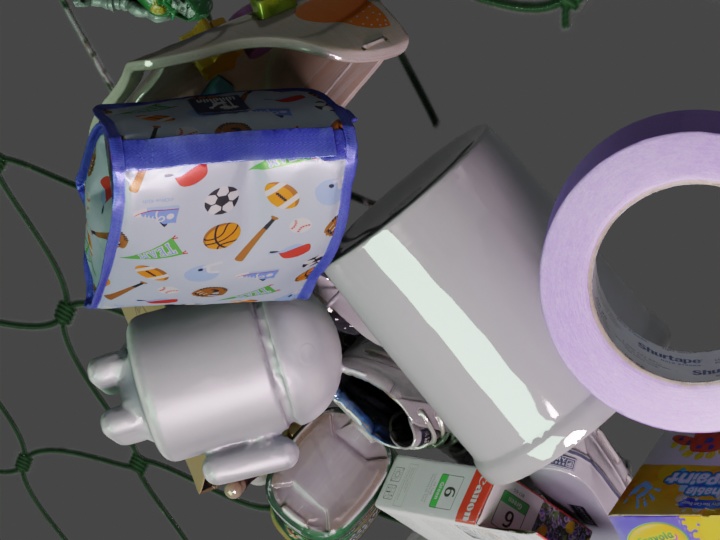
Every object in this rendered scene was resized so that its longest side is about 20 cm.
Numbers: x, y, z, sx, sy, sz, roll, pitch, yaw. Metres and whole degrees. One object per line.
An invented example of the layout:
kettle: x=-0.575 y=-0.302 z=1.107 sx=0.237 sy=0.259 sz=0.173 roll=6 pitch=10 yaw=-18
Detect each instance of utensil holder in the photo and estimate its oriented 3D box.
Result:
utensil holder: x=0.093 y=0.021 z=1.505 sx=0.200 sy=0.170 sz=0.170 roll=50 pitch=142 yaw=-6

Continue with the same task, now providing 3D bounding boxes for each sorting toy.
sorting toy: x=-0.097 y=-0.133 z=1.490 sx=0.107 sy=0.179 sz=0.200 roll=63 pitch=144 yaw=14

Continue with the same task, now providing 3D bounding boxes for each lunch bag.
lunch bag: x=-0.099 y=-0.056 z=1.428 sx=0.200 sy=0.169 sz=0.125 roll=126 pitch=137 yaw=-70

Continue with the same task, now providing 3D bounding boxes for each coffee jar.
coffee jar: x=-0.025 y=0.182 z=1.770 sx=0.085 sy=0.104 sz=0.200 roll=38 pitch=170 yaw=7

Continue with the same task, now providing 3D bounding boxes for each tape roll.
tape roll: x=0.216 y=0.000 z=1.371 sx=0.199 sy=0.066 sz=0.201 roll=2 pitch=106 yaw=8

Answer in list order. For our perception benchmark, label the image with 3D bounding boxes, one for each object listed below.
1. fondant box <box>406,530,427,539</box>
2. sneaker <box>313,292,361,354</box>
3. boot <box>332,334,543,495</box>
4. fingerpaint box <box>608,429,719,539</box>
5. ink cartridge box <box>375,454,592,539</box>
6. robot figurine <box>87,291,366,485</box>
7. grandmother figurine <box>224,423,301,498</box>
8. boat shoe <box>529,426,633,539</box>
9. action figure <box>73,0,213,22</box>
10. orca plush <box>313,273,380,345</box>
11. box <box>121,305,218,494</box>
fondant box: x=0.087 y=0.313 z=1.816 sx=0.058 sy=0.144 sz=0.201 roll=6 pitch=131 yaw=39
sneaker: x=-0.072 y=0.004 z=1.708 sx=0.086 sy=0.078 sz=0.201 roll=11 pitch=133 yaw=39
boot: x=0.061 y=0.127 z=1.681 sx=0.200 sy=0.096 sz=0.074 roll=33 pitch=120 yaw=11
fingerpaint box: x=0.295 y=0.137 z=1.438 sx=0.199 sy=0.167 sz=0.074 roll=-8 pitch=122 yaw=44
ink cartridge box: x=0.113 y=0.193 z=1.620 sx=0.109 sy=0.051 sz=0.200 roll=35 pitch=161 yaw=-30
robot figurine: x=-0.099 y=0.072 z=1.580 sx=0.113 sy=0.199 sz=0.170 roll=72 pitch=-177 yaw=-82
grandmother figurine: x=-0.082 y=0.146 z=1.830 sx=0.060 sy=0.121 sz=0.200 roll=36 pitch=163 yaw=6
boat shoe: x=0.189 y=0.171 z=1.650 sx=0.073 sy=0.066 sz=0.200 roll=11 pitch=155 yaw=24
action figure: x=-0.198 y=-0.236 z=1.602 sx=0.199 sy=0.055 sz=0.118 roll=25 pitch=137 yaw=15
orca plush: x=0.000 y=0.000 z=1.643 sx=0.199 sy=0.071 sz=0.105 roll=27 pitch=156 yaw=-13
box: x=-0.159 y=0.075 z=1.799 sx=0.201 sy=0.021 sz=0.164 roll=64 pitch=161 yaw=18
